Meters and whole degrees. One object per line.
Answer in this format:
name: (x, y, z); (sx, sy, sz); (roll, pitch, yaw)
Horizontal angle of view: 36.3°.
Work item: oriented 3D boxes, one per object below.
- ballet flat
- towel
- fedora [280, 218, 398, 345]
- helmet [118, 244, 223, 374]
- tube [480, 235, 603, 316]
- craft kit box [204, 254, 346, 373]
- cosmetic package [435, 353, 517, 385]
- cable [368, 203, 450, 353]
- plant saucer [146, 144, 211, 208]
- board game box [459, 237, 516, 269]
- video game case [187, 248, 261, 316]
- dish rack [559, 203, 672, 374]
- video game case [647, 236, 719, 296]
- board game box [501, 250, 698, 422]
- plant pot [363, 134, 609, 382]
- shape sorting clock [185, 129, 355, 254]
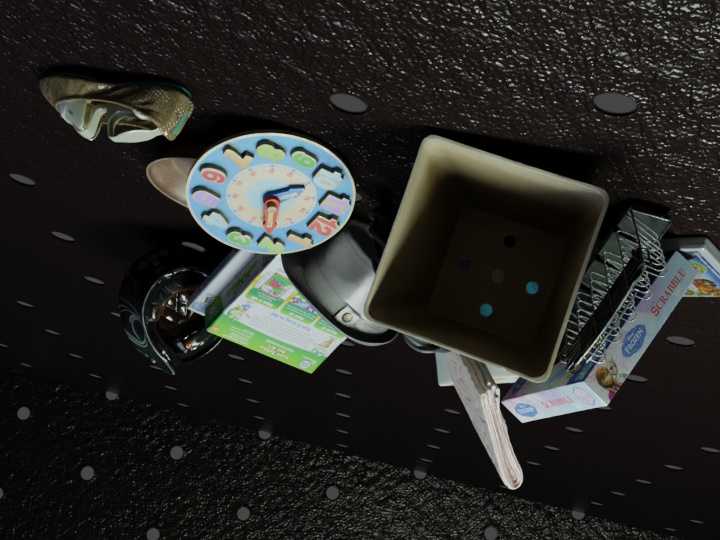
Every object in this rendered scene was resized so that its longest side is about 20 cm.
ballet flat: (-0.279, -0.176, 1.207); (0.198, 0.066, 0.071); (7, 161, 25)
towel: (0.147, 0.149, 1.398); (0.032, 0.201, 0.192); (-21, 130, -2)
fedora: (0.000, 0.000, 1.425); (0.090, 0.177, 0.200); (-38, 104, 29)
helmet: (-0.284, 0.058, 1.716); (0.198, 0.202, 0.190); (22, 180, -22)
tube: (0.204, 0.017, 1.311); (0.199, 0.078, 0.050); (-26, 155, 37)
craft kit box: (-0.090, 0.048, 1.594); (0.199, 0.049, 0.198); (26, 119, -34)
cosmetic package: (0.217, 0.126, 1.607); (0.198, 0.072, 0.101); (1, 168, -32)
cable: (0.066, 0.009, 1.318); (0.050, 0.202, 0.163); (-25, 137, 22)
plant saucer: (-0.167, -0.109, 1.370); (0.198, 0.037, 0.201); (13, 163, 4)
board game box: (0.147, 0.021, 1.428); (0.199, 0.032, 0.121); (-4, 116, 47)
video game case: (-0.123, 0.030, 1.612); (0.199, 0.022, 0.182); (27, 122, -33)
dish rack: (0.260, 0.022, 1.122); (0.054, 0.154, 0.200); (28, -156, -1)
video game case: (0.345, -0.001, 1.315); (0.199, 0.018, 0.143); (-1, 156, 41)
board game box: (0.272, 0.080, 1.269); (0.041, 0.200, 0.199); (43, 157, -5)
plant pot: (0.142, -0.004, 1.179); (0.198, 0.202, 0.177); (19, 178, 14)
shape sorting clock: (-0.104, -0.085, 1.277); (0.197, 0.040, 0.201); (-4, 142, -4)
